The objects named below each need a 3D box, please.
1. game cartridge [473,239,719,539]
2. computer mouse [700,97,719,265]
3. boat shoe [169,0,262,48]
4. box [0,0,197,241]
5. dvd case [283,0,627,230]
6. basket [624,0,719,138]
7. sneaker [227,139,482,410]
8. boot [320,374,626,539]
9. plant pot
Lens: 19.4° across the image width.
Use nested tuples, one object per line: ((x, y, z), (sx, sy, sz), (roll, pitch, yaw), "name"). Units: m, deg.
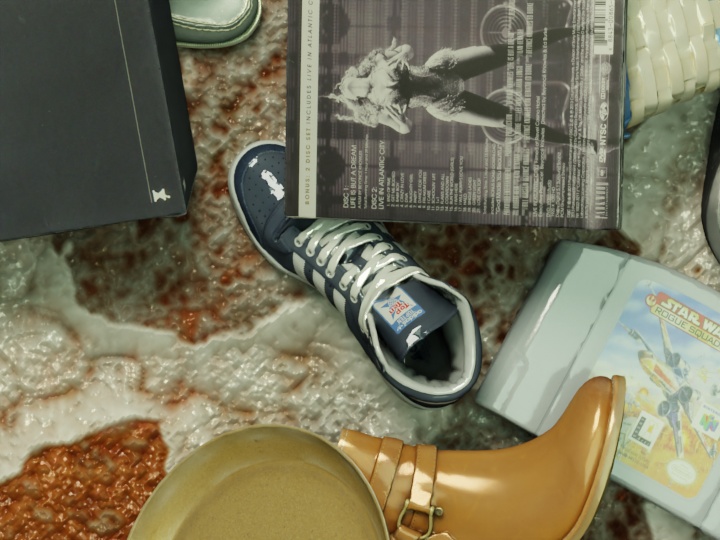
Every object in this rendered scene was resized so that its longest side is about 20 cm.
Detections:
((0.185, 0.071, 1.291), (0.199, 0.042, 0.134), (29, 91, -4), "game cartridge")
((0.265, -0.083, 1.292), (0.137, 0.053, 0.202), (19, 86, -9), "computer mouse")
((-0.149, -0.193, 1.248), (0.199, 0.062, 0.073), (29, 84, -5), "boat shoe")
((-0.198, -0.124, 1.187), (0.180, 0.104, 0.202), (-7, 107, 3), "box")
((0.052, -0.101, 1.187), (0.198, 0.016, 0.150), (3, 95, 19), "dvd case")
((0.117, -0.149, 1.233), (0.198, 0.139, 0.178), (-11, 92, -12), "basket")
((0.000, 0.000, 1.236), (0.070, 0.108, 0.200), (-41, 93, -5), "sneaker")
((0.059, 0.125, 1.242), (0.154, 0.074, 0.201), (26, 102, 2), "boot")
((-0.059, 0.190, 1.218), (0.199, 0.027, 0.202), (-13, 65, 30), "plant pot")
